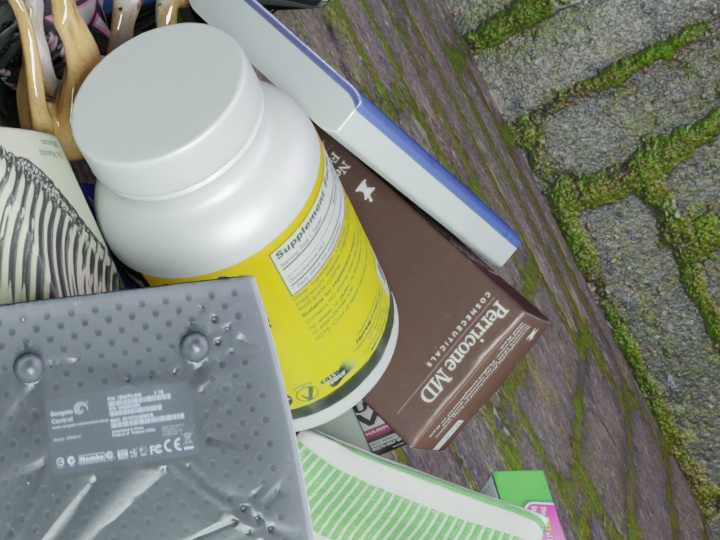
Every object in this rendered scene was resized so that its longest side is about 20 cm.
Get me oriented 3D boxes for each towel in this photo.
[{"bbox_3d":[0.000,0.143,0.716,0.200,0.151,0.024,-44,151,-63],"label":"towel"}]

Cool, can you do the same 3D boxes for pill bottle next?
[{"bbox_3d":[-0.060,-0.018,0.739,0.201,0.111,0.113,63,10,-47],"label":"pill bottle"}]

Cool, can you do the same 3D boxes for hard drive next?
[{"bbox_3d":[0.002,-0.078,0.830,0.132,0.025,0.200,45,6,34],"label":"hard drive"},{"bbox_3d":[-0.086,0.109,0.583,0.042,0.133,0.202,128,-47,-70],"label":"hard drive"}]

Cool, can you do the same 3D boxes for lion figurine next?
[{"bbox_3d":[-0.129,-0.084,0.768,0.199,0.072,0.124,-2,97,-61],"label":"lion figurine"}]

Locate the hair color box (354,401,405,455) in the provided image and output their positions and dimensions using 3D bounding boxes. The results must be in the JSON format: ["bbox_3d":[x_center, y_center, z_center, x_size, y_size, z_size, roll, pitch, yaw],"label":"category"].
[{"bbox_3d":[-0.002,0.047,1.067,0.200,0.099,0.061,49,21,-44],"label":"hair color box"}]

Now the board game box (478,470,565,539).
[{"bbox_3d":[0.102,0.258,1.007,0.040,0.154,0.202,1,52,-22],"label":"board game box"}]

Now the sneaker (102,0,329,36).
[{"bbox_3d":[-0.090,-0.137,0.893,0.070,0.198,0.084,-5,81,-54],"label":"sneaker"}]

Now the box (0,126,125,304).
[{"bbox_3d":[-0.134,0.042,0.664,0.202,0.068,0.082,64,13,3],"label":"box"}]

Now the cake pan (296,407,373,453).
[{"bbox_3d":[-0.006,0.124,0.937,0.200,0.036,0.202,156,-89,-88],"label":"cake pan"}]

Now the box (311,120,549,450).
[{"bbox_3d":[0.000,0.000,0.875,0.200,0.100,0.075,42,7,17],"label":"box"}]

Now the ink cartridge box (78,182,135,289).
[{"bbox_3d":[-0.118,0.015,0.834,0.120,0.042,0.200,65,16,7],"label":"ink cartridge box"}]

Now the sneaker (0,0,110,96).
[{"bbox_3d":[-0.171,-0.126,0.807,0.087,0.080,0.200,66,15,3],"label":"sneaker"}]
